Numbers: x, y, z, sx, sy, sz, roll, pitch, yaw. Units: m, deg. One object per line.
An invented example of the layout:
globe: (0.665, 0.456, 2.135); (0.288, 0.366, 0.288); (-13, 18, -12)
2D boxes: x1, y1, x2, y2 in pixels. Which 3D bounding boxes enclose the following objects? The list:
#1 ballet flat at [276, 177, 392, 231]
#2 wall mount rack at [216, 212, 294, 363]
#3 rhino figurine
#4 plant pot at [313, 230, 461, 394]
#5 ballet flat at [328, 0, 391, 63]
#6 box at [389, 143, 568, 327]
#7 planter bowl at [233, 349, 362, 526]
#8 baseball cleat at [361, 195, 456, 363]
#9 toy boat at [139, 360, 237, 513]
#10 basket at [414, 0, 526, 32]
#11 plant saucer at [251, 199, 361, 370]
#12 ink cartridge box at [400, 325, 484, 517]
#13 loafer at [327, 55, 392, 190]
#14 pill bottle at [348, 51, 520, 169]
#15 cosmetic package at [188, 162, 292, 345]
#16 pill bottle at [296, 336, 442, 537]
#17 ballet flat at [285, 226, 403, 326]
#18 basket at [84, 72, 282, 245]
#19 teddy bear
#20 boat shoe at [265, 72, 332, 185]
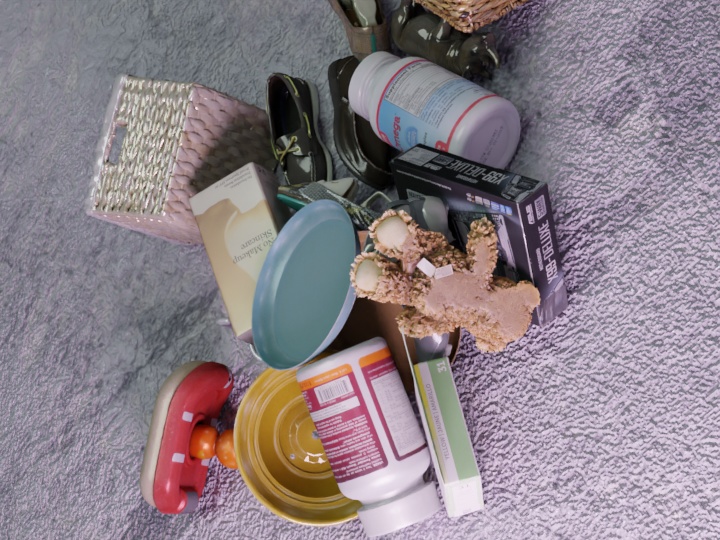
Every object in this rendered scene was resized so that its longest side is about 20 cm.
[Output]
ballet flat: (-0.006, -0.072, 1.717); (0.200, 0.072, 0.072); (28, 98, 22)
wall mount rack: (-0.093, 0.016, 1.798); (0.173, 0.075, 0.201); (1, 78, 23)
rhino figurine: (0.105, -0.278, 1.702); (0.200, 0.060, 0.088); (38, 123, 43)
plant pot: (0.029, 0.046, 1.637); (0.199, 0.027, 0.201); (10, 113, 24)
ballet flat: (-0.001, -0.344, 1.804); (0.068, 0.067, 0.201); (-16, 47, -8)
box: (0.129, -0.041, 1.549); (0.200, 0.050, 0.158); (24, 138, 45)
planter bowl: (-0.050, 0.193, 1.659); (0.083, 0.199, 0.202); (146, 137, -82)
baseball cleat: (0.049, 0.017, 1.538); (0.070, 0.106, 0.201); (-141, 47, -65)
toy boat: (-0.196, 0.218, 1.820); (0.130, 0.130, 0.201); (9, 84, 15)
basket: (0.111, -0.395, 1.639); (0.142, 0.150, 0.200); (-30, 43, -17)
plant saucer: (-0.057, 0.019, 1.604); (0.200, 0.027, 0.201); (-32, 47, 43)
ink cartridge box: (0.088, 0.158, 1.496); (0.048, 0.200, 0.146); (-14, 60, -2)
loafer: (0.008, -0.193, 1.761); (0.071, 0.073, 0.201); (-33, 57, 32)
pill bottle: (0.081, -0.182, 1.648); (0.200, 0.108, 0.109); (33, 101, 38)
cosmetic package: (-0.127, -0.019, 1.746); (0.105, 0.071, 0.201); (-30, 66, 16)
pill bottle: (0.012, 0.184, 1.570); (0.109, 0.109, 0.201); (-23, 87, 38)
ballet flat: (0.000, 0.000, 1.696); (0.199, 0.072, 0.068); (30, 102, 14)
basket: (-0.229, -0.140, 1.896); (0.160, 0.200, 0.199); (9, 84, 40)
teddy bear: (0.086, 0.009, 1.481); (0.067, 0.199, 0.146); (-126, 44, -74)
boat shoe: (-0.086, -0.166, 1.854); (0.072, 0.060, 0.202); (-31, 58, 34)
